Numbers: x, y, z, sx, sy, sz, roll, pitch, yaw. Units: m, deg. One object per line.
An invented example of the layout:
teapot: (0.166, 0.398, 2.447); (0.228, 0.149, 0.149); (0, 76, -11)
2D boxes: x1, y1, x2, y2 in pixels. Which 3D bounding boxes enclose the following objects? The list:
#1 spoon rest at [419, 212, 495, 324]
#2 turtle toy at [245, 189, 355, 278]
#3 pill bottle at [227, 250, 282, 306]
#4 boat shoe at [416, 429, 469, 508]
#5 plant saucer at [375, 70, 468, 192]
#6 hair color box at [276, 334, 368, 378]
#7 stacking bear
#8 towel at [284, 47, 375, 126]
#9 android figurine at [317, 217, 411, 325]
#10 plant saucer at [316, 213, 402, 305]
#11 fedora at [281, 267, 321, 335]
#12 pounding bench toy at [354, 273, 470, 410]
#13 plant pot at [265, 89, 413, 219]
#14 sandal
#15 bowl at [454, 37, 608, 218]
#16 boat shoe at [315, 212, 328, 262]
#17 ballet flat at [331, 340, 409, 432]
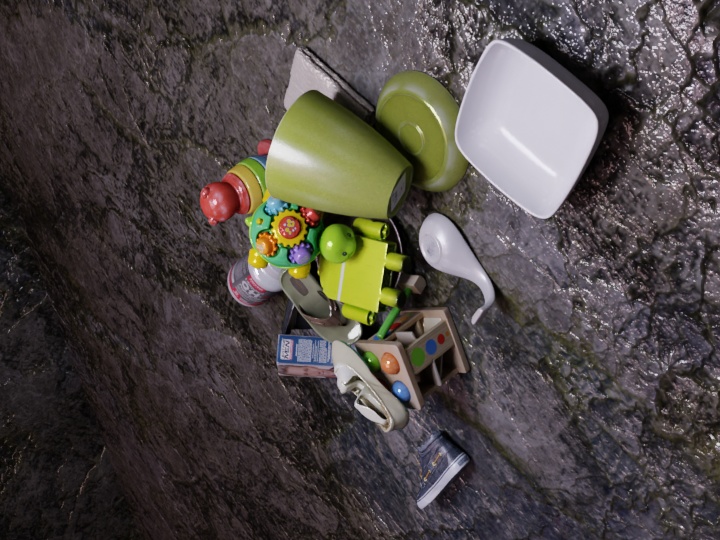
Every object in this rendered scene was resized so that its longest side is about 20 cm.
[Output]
spoon rest: (0.161, -0.007, 1.372); (0.201, 0.060, 0.100); (59, 147, 24)
turtle toy: (-0.104, -0.063, 1.437); (0.101, 0.197, 0.148); (151, 133, -79)
pill bottle: (-0.203, 0.001, 1.777); (0.112, 0.110, 0.199); (59, 146, 0)
boat shoe: (0.146, 0.400, 1.674); (0.091, 0.070, 0.201); (47, 137, 19)
plant saucer: (0.088, -0.215, 1.319); (0.199, 0.031, 0.203); (31, 136, 35)
hair color box: (-0.066, 0.175, 1.650); (0.100, 0.196, 0.062); (96, 177, -68)
stacking bear: (-0.224, -0.159, 1.607); (0.113, 0.199, 0.123); (19, 129, 43)
towel: (-0.056, -0.284, 1.449); (0.200, 0.034, 0.133); (46, 142, 19)
android figurine: (0.000, 0.000, 1.470); (0.198, 0.041, 0.185); (13, 100, 37)
plant saucer: (0.003, -0.029, 1.512); (0.198, 0.032, 0.204); (5, 98, 38)
fedora: (-0.096, 0.064, 1.680); (0.090, 0.202, 0.202); (16, 137, 1)
pounding bench toy: (0.074, 0.125, 1.478); (0.123, 0.155, 0.203); (-4, 112, 52)
plant pot: (-0.021, -0.164, 1.337); (0.198, 0.187, 0.189); (26, 136, 16)
sandal: (-0.079, 0.072, 1.558); (0.201, 0.080, 0.057); (43, -174, -14)
bowl: (0.233, -0.197, 1.111); (0.200, 0.074, 0.201); (44, 143, 20)
boat shoe: (-0.080, -0.091, 1.602); (0.063, 0.073, 0.203); (-116, 2, -65)
ballet flat: (0.002, 0.203, 1.432); (0.200, 0.069, 0.070); (43, 143, 23)
